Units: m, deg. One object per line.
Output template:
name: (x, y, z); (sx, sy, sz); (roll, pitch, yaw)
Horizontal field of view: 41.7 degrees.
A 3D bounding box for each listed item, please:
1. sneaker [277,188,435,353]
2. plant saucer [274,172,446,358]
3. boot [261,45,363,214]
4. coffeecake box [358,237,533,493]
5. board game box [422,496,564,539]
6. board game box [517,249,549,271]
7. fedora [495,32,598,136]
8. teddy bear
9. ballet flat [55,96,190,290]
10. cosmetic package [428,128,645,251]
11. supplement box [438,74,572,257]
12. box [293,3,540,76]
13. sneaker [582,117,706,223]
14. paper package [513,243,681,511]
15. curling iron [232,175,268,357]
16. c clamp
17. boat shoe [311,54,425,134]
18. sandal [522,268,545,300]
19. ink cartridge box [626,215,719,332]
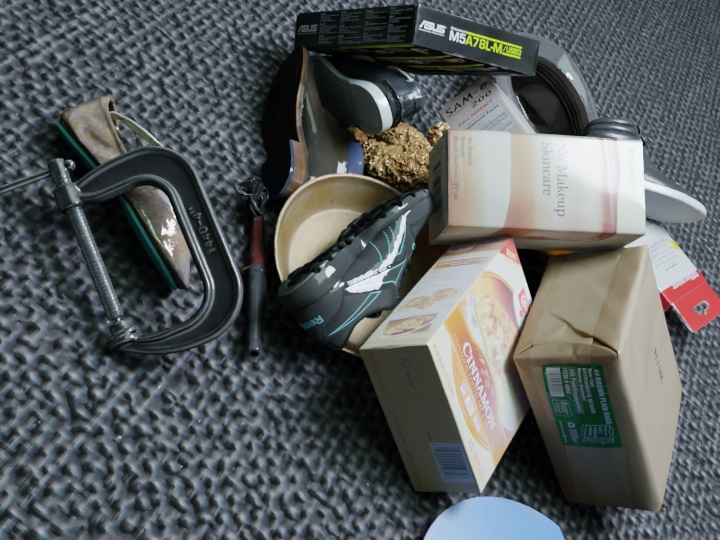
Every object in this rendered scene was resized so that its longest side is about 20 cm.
sneaker: (0.008, -0.004, 0.883); (0.200, 0.075, 0.079); (-41, 104, -32)
plant saucer: (0.000, 0.000, 0.932); (0.200, 0.035, 0.201); (14, 60, -25)
boot: (-0.049, -0.143, 1.012); (0.097, 0.075, 0.200); (23, 55, -32)
coffeecake box: (0.097, 0.083, 0.883); (0.200, 0.073, 0.154); (-46, 121, -49)
board game box: (0.125, 0.294, 0.809); (0.158, 0.039, 0.200); (4, 50, -30)
board game box: (0.138, -0.070, 1.124); (0.200, 0.032, 0.120); (17, 51, -27)
fedora: (0.228, -0.206, 1.257); (0.177, 0.090, 0.200); (0, 66, -36)
teddy bear: (0.057, -0.112, 1.033); (0.145, 0.067, 0.200); (-19, 59, -24)
ballet flat: (-0.190, -0.076, 0.831); (0.067, 0.068, 0.200); (-35, 80, -14)
cosmetic package: (0.173, -0.078, 0.946); (0.200, 0.087, 0.104); (1, 80, -9)
supplement box: (0.187, -0.115, 1.094); (0.200, 0.073, 0.126); (59, 17, 19)
box: (0.061, -0.250, 1.042); (0.193, 0.200, 0.048); (5, 96, -41)
sneaker: (0.360, -0.131, 1.198); (0.200, 0.071, 0.099); (20, 66, -18)
paper package: (0.245, 0.104, 0.943); (0.191, 0.103, 0.200); (-58, 134, -48)
curling iron: (-0.102, -0.008, 0.880); (0.050, 0.026, 0.200); (54, 27, -52)
c clamp: (-0.195, -0.014, 0.774); (0.171, 0.027, 0.200); (-29, 81, -5)
boat shoe: (0.001, -0.196, 1.028); (0.060, 0.076, 0.200); (-24, 35, -18)
sandal: (0.222, 0.016, 1.083); (0.200, 0.075, 0.048); (10, 48, -32)
ink cartridge box: (0.362, -0.001, 1.212); (0.116, 0.067, 0.200); (-20, 70, -46)
